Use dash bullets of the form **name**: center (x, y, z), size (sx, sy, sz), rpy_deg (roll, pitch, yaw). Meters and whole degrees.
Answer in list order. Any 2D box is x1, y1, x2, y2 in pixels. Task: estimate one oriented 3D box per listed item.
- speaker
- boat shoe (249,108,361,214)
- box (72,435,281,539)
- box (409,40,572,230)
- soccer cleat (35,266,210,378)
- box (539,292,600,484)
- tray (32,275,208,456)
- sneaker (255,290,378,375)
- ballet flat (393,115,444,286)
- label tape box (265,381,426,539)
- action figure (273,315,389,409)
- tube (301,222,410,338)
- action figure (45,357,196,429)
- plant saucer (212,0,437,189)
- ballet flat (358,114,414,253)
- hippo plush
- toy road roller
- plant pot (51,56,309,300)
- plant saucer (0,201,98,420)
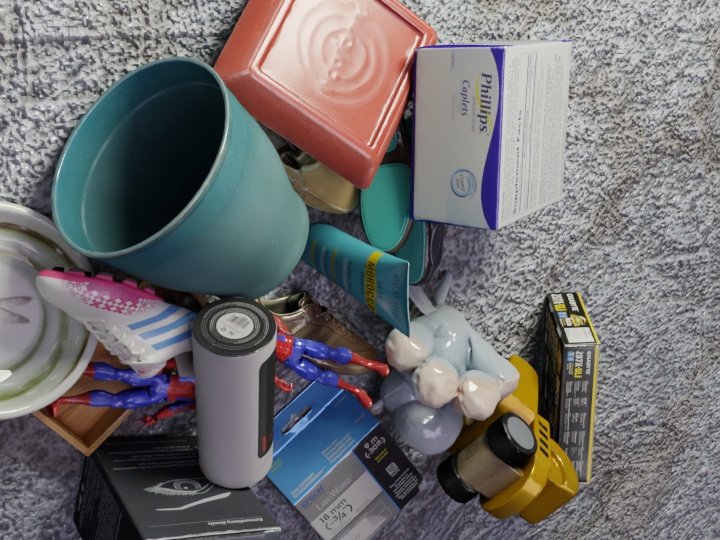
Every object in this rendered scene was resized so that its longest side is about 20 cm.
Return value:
- **speaker**: center (-0.125, 0.126, 0.989), size (0.081, 0.081, 0.201), rpy_deg (-17, 135, -25)
- **boat shoe**: center (-0.060, -0.116, 1.038), size (0.200, 0.076, 0.072), rpy_deg (36, 87, -37)
- **box**: center (-0.195, 0.263, 1.029), size (0.147, 0.200, 0.105), rpy_deg (5, 108, -32)
- **box**: center (0.144, -0.153, 1.073), size (0.200, 0.105, 0.185), rpy_deg (-23, 117, -57)
- **soccer cleat**: center (-0.217, 0.054, 0.939), size (0.200, 0.070, 0.087), rpy_deg (20, 78, -45)
- **box**: center (0.269, 0.150, 1.293), size (0.049, 0.160, 0.201), rpy_deg (-1, 112, 1)
- **tray**: center (-0.247, 0.086, 1.030), size (0.200, 0.037, 0.099), rpy_deg (-46, 125, -9)
- **sneaker**: center (-0.053, 0.065, 1.118), size (0.199, 0.070, 0.076), rpy_deg (15, 100, -35)
- **ballet flat**: center (0.073, -0.083, 1.146), size (0.073, 0.073, 0.201), rpy_deg (-5, 105, -30)
- **label tape box**: center (-0.027, 0.239, 1.207), size (0.144, 0.063, 0.200), rpy_deg (-42, 125, -11)
- **action figure**: center (-0.056, 0.096, 1.040), size (0.199, 0.099, 0.065), rpy_deg (25, 96, -24)
- **tube**: center (0.000, 0.000, 1.045), size (0.050, 0.200, 0.078), rpy_deg (-18, 116, -25)
- **action figure**: center (-0.214, 0.121, 1.015), size (0.199, 0.052, 0.066), rpy_deg (1, 103, -34)
- **plant saucer**: center (-0.023, -0.215, 0.990), size (0.200, 0.037, 0.200), rpy_deg (32, 73, -24)
- **ballet flat**: center (0.033, -0.121, 1.082), size (0.068, 0.068, 0.201), rpy_deg (-25, 113, -70)
- **hippo plush**: center (0.067, 0.129, 1.172), size (0.159, 0.200, 0.161), rpy_deg (-3, 137, -42)
- **toy road roller**: center (0.188, 0.219, 1.227), size (0.146, 0.200, 0.123), rpy_deg (38, 120, -15)
- **plant pot**: center (-0.152, -0.066, 0.944), size (0.200, 0.200, 0.188), rpy_deg (-53, 141, -2)
- **plant saucer**: center (-0.342, 0.038, 0.919), size (0.199, 0.050, 0.201), rpy_deg (8, 76, -34)
